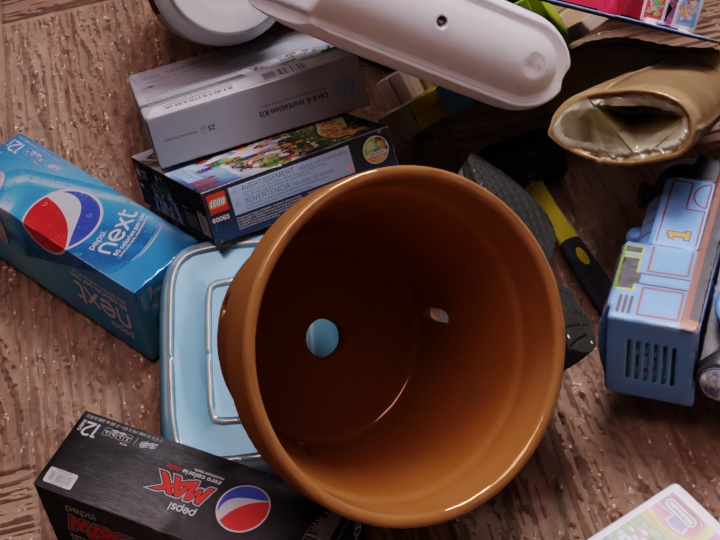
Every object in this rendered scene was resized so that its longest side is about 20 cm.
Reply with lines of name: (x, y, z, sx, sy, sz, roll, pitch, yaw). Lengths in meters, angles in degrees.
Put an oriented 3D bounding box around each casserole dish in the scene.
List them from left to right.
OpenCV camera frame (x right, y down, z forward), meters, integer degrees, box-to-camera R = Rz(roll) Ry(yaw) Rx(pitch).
casserole dish: (-0.075, 0.057, 1.269, 0.120, 0.039, 0.202, -7, 66, 8)

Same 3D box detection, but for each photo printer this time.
photo printer: (0.037, -0.168, 1.331, 0.199, 0.070, 0.166, 18, 7, -23)

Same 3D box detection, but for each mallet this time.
mallet: (0.132, -0.021, 1.358, 0.065, 0.041, 0.201, -14, 48, -5)

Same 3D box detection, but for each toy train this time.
toy train: (0.222, -0.001, 1.263, 0.113, 0.087, 0.201, 11, 48, 13)

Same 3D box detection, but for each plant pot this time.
plant pot: (0.001, 0.041, 1.160, 0.199, 0.201, 0.140, -31, 13, -20)

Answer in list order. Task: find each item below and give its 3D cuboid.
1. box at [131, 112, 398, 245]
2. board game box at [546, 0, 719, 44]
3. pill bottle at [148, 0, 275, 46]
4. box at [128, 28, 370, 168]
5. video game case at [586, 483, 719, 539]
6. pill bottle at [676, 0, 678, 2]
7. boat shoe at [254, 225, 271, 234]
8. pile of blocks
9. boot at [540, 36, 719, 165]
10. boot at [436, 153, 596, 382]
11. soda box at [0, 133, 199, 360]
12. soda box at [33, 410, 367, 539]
box: (-0.071, -0.073, 1.379, 0.136, 0.038, 0.200, -22, 17, -16)
board game box: (0.159, -0.200, 1.378, 0.198, 0.039, 0.158, 12, 8, -13)
pill bottle: (-0.108, -0.225, 1.496, 0.109, 0.110, 0.200, -17, 8, -6)
box: (-0.087, -0.132, 1.449, 0.155, 0.041, 0.200, -17, 17, -6)
video game case: (0.147, 0.217, 1.123, 0.199, 0.018, 0.143, -30, 47, -18)
pill bottle: (0.170, -0.275, 1.551, 0.198, 0.113, 0.112, 11, 48, 21)
boat shoe: (0.000, 0.000, 1.339, 0.198, 0.074, 0.060, -12, 38, -13)
pile of blocks: (0.093, -0.168, 1.468, 0.199, 0.062, 0.082, -33, 8, -20)
boot: (0.171, -0.115, 1.343, 0.174, 0.067, 0.200, -5, 12, 28)
boot: (0.067, 0.025, 1.266, 0.131, 0.067, 0.201, -46, 36, 25)
soda box: (-0.196, -0.020, 1.398, 0.199, 0.068, 0.064, 29, 56, 34)
soda box: (-0.095, 0.155, 1.197, 0.199, 0.071, 0.063, 16, 52, 25)
